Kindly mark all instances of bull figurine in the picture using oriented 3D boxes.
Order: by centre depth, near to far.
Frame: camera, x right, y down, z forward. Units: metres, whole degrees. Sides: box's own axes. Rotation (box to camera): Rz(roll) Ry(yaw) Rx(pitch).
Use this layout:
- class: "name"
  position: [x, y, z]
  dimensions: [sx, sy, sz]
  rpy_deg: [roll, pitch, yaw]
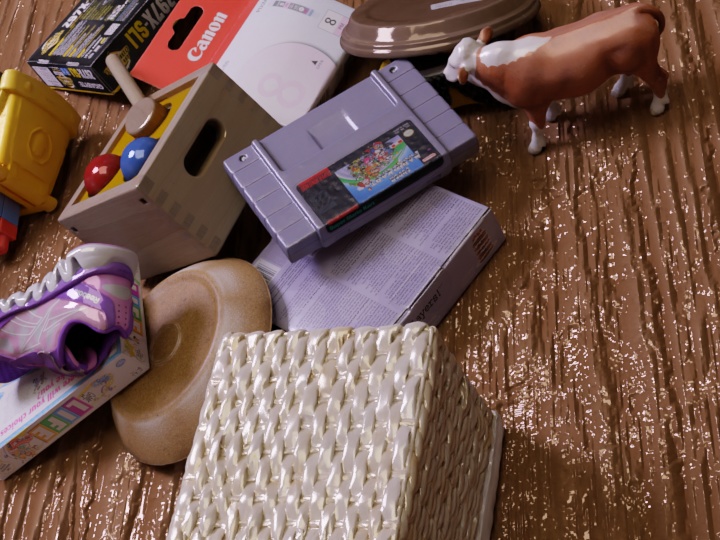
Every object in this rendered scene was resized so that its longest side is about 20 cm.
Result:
- class: "bull figurine"
  position: [0.176, -0.174, 1.210]
  dimensions: [0.199, 0.122, 0.065]
  rpy_deg: [-13, 48, 19]

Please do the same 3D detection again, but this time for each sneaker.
- class: "sneaker"
  position: [-0.266, 0.058, 1.191]
  dimensions: [0.200, 0.080, 0.089]
  rpy_deg: [-33, 63, 30]
- class: "sneaker"
  position: [0.106, -0.204, 1.308]
  dimensions: [0.199, 0.070, 0.090]
  rpy_deg: [-9, 53, 25]

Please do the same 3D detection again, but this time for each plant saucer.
- class: "plant saucer"
  position: [-0.162, 0.072, 1.212]
  dimensions: [0.200, 0.035, 0.201]
  rpy_deg: [-25, 48, 32]
- class: "plant saucer"
  position: [0.075, -0.251, 1.333]
  dimensions: [0.199, 0.030, 0.200]
  rpy_deg: [-10, 24, 4]

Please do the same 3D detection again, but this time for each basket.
- class: "basket"
  position: [-0.017, 0.162, 1.016]
  dimensions: [0.197, 0.161, 0.201]
  rpy_deg: [-4, 54, 24]

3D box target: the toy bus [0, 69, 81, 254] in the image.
- class: "toy bus"
  position: [-0.422, -0.106, 1.489]
  dimensions: [0.199, 0.136, 0.193]
  rpy_deg: [-6, 67, 27]

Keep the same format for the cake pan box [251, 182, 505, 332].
- class: "cake pan box"
  position: [0.000, 0.000, 1.214]
  dimensions: [0.184, 0.052, 0.200]
  rpy_deg: [23, 67, 42]

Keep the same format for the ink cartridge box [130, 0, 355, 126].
- class: "ink cartridge box"
  position: [-0.114, -0.231, 1.410]
  dimensions: [0.199, 0.057, 0.163]
  rpy_deg: [26, 66, 6]

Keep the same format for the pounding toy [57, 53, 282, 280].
- class: "pounding toy"
  position: [-0.194, -0.117, 1.321]
  dimensions: [0.184, 0.142, 0.201]
  rpy_deg: [-15, 41, 50]

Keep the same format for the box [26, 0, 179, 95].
- class: "box"
  position: [-0.275, -0.293, 1.583]
  dimensions: [0.159, 0.049, 0.200]
  rpy_deg: [11, 59, 51]

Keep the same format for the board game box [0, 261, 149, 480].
- class: "board game box"
  position: [-0.280, 0.086, 1.266]
  dimensions: [0.200, 0.034, 0.135]
  rpy_deg: [-36, 43, 22]

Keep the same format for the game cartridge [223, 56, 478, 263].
- class: "game cartridge"
  position: [-0.008, -0.102, 1.225]
  dimensions: [0.199, 0.038, 0.130]
  rpy_deg: [-32, 52, -10]
